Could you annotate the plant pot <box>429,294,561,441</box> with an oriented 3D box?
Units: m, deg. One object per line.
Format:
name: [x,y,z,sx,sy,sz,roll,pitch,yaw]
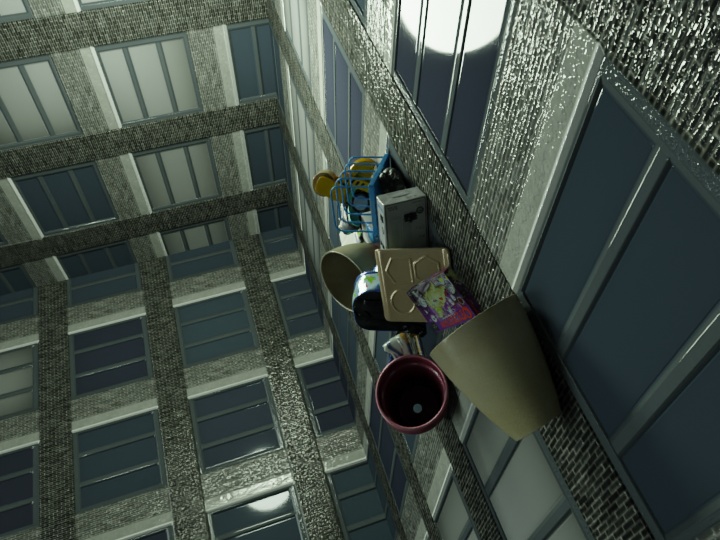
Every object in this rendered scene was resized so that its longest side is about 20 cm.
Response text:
plant pot: [0.248,0.180,1.064,0.202,0.185,0.188,58,163,15]

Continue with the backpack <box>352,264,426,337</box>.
backpack: [0.078,0.072,1.633,0.149,0.195,0.185,-89,-4,-45]

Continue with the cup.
cup: [0.000,0.000,1.807,0.198,0.143,0.203,30,139,30]

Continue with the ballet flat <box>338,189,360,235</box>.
ballet flat: [-0.036,-0.187,1.915,0.074,0.071,0.203,89,179,-48]

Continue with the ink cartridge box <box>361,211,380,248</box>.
ink cartridge box: [0.054,-0.069,1.907,0.116,0.065,0.203,-119,19,-52]

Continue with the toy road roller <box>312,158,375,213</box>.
toy road roller: [-0.032,-0.271,1.816,0.123,0.196,0.149,-79,11,-75]

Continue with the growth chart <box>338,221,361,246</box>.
growth chart: [-0.031,-0.113,1.981,0.145,0.017,0.204,-52,40,47]

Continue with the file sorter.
file sorter: [0.006,-0.207,1.647,0.201,0.120,0.141,-66,-25,-54]

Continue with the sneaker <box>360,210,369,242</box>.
sneaker: [0.008,-0.151,2.035,0.089,0.072,0.204,95,168,-58]

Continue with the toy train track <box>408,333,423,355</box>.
toy train track: [0.158,0.210,1.811,0.115,0.032,0.204,144,111,-77]

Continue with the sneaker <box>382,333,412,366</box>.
sneaker: [0.126,0.288,1.864,0.075,0.087,0.203,-123,11,-72]

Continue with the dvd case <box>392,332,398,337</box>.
dvd case: [0.095,0.105,2.032,0.149,0.016,0.204,103,152,-66]

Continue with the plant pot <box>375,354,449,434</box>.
plant pot: [0.149,0.352,1.682,0.180,0.196,0.203,65,-176,-62]

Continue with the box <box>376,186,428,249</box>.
box: [0.105,-0.092,1.522,0.060,0.114,0.204,-123,22,-57]

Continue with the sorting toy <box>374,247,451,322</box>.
sorting toy: [0.134,0.034,1.475,0.036,0.196,0.189,-38,-56,-55]

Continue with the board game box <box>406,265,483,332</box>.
board game box: [0.182,0.068,1.366,0.120,0.032,0.200,48,156,-1]

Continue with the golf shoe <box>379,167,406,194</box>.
golf shoe: [0.100,-0.171,1.609,0.095,0.076,0.204,-76,-23,-70]
